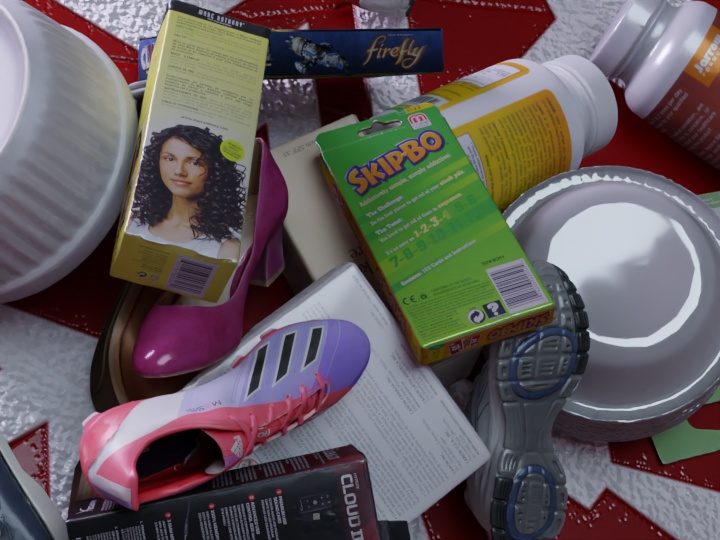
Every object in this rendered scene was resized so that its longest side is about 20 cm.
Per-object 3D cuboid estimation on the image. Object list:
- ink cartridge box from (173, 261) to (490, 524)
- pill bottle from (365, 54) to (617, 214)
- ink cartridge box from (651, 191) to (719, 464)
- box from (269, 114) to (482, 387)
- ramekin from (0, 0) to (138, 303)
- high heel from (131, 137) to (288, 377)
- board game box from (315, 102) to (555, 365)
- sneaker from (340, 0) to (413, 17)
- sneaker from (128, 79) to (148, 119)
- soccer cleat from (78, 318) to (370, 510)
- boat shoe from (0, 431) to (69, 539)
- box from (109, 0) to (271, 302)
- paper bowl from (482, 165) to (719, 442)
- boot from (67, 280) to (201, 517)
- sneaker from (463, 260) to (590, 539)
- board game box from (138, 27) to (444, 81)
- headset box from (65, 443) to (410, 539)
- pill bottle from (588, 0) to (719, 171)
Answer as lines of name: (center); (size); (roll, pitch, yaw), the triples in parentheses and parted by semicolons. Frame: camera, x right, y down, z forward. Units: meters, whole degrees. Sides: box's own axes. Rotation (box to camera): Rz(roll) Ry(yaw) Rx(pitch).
ink cartridge box: (-0.039, 0.115, 0.963); (0.200, 0.050, 0.161); (-36, 93, -10)
pill bottle: (0.104, -0.100, 1.158); (0.199, 0.111, 0.111); (-25, 74, -30)
ink cartridge box: (0.266, 0.041, 1.183); (0.145, 0.048, 0.201); (-10, 64, -25)
box: (0.000, 0.000, 1.073); (0.095, 0.078, 0.201); (-26, 73, -15)
ramekin: (-0.254, -0.088, 0.958); (0.199, 0.105, 0.201); (-7, 69, 18)
high heel: (-0.096, -0.009, 0.955); (0.067, 0.096, 0.200); (7, 28, 24)
board game box: (0.045, -0.031, 1.002); (0.095, 0.030, 0.201); (-17, 56, -13)
sneaker: (0.009, -0.308, 1.263); (0.084, 0.077, 0.201); (6, 60, -12)
sneaker: (-0.196, -0.072, 1.027); (0.200, 0.116, 0.074); (-33, 79, -31)
soccer cleat: (-0.070, 0.087, 0.878); (0.199, 0.067, 0.076); (-20, 29, -27)
boat shoe: (-0.257, 0.126, 0.921); (0.062, 0.075, 0.200); (-34, 87, -44)
box: (-0.106, -0.080, 0.948); (0.075, 0.050, 0.201); (14, 52, -15)
paper bowl: (0.185, 0.017, 1.090); (0.199, 0.104, 0.202); (-1, 68, 3)
boot: (-0.104, 0.093, 0.994); (0.154, 0.077, 0.201); (14, 55, -16)
sneaker: (0.102, 0.090, 1.023); (0.074, 0.087, 0.201); (7, 96, -26)
board game box: (-0.055, -0.163, 1.122); (0.199, 0.135, 0.035); (-4, 97, -23)
headset box: (-0.063, 0.195, 0.888); (0.199, 0.077, 0.150); (-12, 92, -7)
pill bottle: (0.300, -0.157, 1.266); (0.199, 0.112, 0.112); (33, 56, -1)
